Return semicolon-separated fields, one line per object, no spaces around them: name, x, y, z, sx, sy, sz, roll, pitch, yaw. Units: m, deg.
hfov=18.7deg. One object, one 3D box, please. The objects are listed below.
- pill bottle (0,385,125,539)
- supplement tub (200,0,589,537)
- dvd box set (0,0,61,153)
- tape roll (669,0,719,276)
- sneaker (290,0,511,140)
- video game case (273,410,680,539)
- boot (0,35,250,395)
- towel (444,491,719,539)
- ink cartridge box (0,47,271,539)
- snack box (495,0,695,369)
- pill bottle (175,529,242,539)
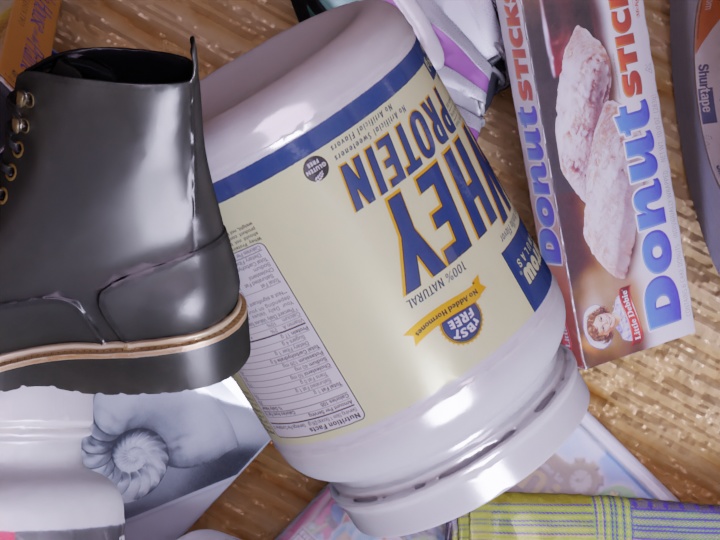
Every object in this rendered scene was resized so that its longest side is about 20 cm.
pill bottle;-0.155;0.141;0.927;0.110;0.111;0.201;0;87;-3
supplement tub;0.000;0.000;0.953;0.145;0.145;0.200;-33;105;-6
dvd box set;-0.197;-0.071;0.972;0.146;0.200;0.029;-36;113;13
tape roll;0.198;-0.087;1.010;0.066;0.200;0.201;-7;85;-5
sneaker;0.057;-0.090;1.065;0.140;0.078;0.200;-19;95;-12
video game case;0.072;0.157;1.067;0.200;0.022;0.182;44;83;2
boot;-0.148;-0.023;0.861;0.199;0.078;0.139;-5;117;-2
towel;0.133;0.179;1.038;0.199;0.023;0.144;2;77;-10
ink cartridge box;-0.129;0.034;0.998;0.199;0.041;0.200;38;98;-24
snack box;0.113;-0.058;1.053;0.072;0.024;0.200;-17;102;-29
pill bottle;-0.007;0.198;0.970;0.200;0.111;0.111;19;83;24
